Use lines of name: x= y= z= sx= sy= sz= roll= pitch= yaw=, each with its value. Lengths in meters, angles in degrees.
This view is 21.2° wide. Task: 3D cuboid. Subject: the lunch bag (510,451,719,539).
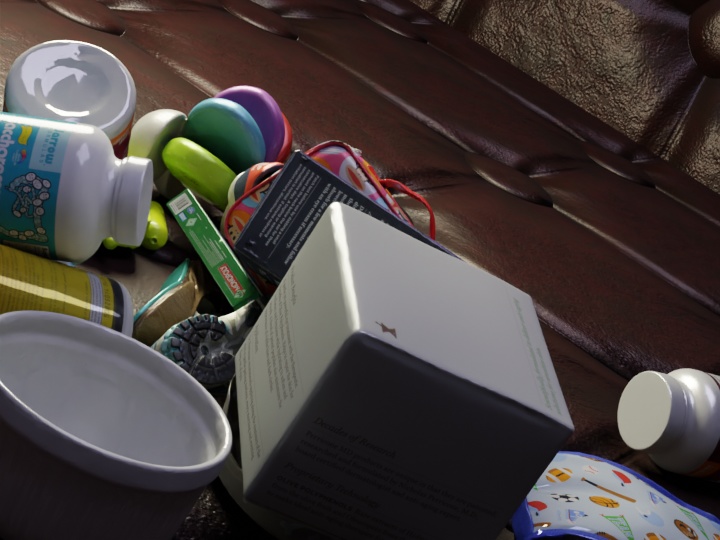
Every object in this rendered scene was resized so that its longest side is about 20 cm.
lunch bag: x=0.208 y=0.244 z=1.625 sx=0.199 sy=0.124 sz=0.170 roll=32 pitch=18 yaw=-12

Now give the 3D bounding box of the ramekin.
ramekin: x=-0.201 y=0.126 z=1.379 sx=0.199 sy=0.106 sz=0.200 roll=24 pitch=18 yaw=-8

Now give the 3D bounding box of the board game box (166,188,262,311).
board game box: x=-0.110 y=0.021 z=1.806 sx=0.135 sy=0.029 sz=0.200 roll=59 pitch=-4 yaw=-37

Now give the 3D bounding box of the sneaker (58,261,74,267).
sneaker: x=-0.310 y=0.003 z=1.621 sx=0.201 sy=0.130 sz=0.080 roll=62 pitch=-9 yaw=-2

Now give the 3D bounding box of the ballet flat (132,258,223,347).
ballet flat: x=-0.160 y=0.044 z=1.746 sx=0.072 sy=0.068 sz=0.200 roll=43 pitch=13 yaw=-4

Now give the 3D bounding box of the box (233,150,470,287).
box: x=0.000 y=0.000 z=1.679 sx=0.199 sy=0.105 sz=0.148 roll=33 pitch=-4 yaw=3

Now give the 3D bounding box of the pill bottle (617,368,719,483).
pill bottle: x=0.378 y=0.170 z=2.081 sx=0.199 sy=0.114 sz=0.113 roll=15 pitch=22 yaw=-32

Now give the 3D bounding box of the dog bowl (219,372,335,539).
dog bowl: x=-0.033 y=0.160 z=1.572 sx=0.199 sy=0.059 sz=0.201 roll=27 pitch=25 yaw=-13

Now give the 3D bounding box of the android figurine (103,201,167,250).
android figurine: x=-0.273 y=-0.073 z=1.914 sx=0.181 sy=0.041 sz=0.200 roll=22 pitch=17 yaw=-20

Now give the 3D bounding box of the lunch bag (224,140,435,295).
lunch bag: x=-0.012 y=-0.017 z=1.793 sx=0.201 sy=0.175 sz=0.082 roll=57 pitch=1 yaw=8

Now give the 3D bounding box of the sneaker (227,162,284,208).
sneaker: x=-0.061 y=-0.015 z=1.883 sx=0.075 sy=0.084 sz=0.201 roll=-30 pitch=88 yaw=-30

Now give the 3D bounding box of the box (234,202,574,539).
box: x=0.027 y=0.093 z=1.487 sx=0.199 sy=0.172 sz=0.200 roll=24 pitch=25 yaw=-19

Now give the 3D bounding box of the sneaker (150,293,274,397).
sneaker: x=-0.115 y=0.071 z=1.664 sx=0.199 sy=0.086 sz=0.078 roll=-1 pitch=70 yaw=-49

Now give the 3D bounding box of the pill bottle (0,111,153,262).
pill bottle: x=-0.268 y=-0.068 z=1.528 sx=0.198 sy=0.112 sz=0.111 roll=7 pitch=19 yaw=0

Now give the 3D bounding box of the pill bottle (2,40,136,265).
pill bottle: x=-0.265 y=-0.098 z=1.712 sx=0.113 sy=0.201 sz=0.115 roll=7 pitch=53 yaw=-10

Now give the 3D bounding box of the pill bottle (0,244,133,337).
pill bottle: x=-0.284 y=0.036 z=1.489 sx=0.198 sy=0.113 sz=0.112 roll=19 pitch=20 yaw=-27

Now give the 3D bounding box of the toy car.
toy car: x=-0.135 y=-0.120 z=2.021 sx=0.174 sy=0.151 sz=0.200 roll=33 pitch=-1 yaw=14
